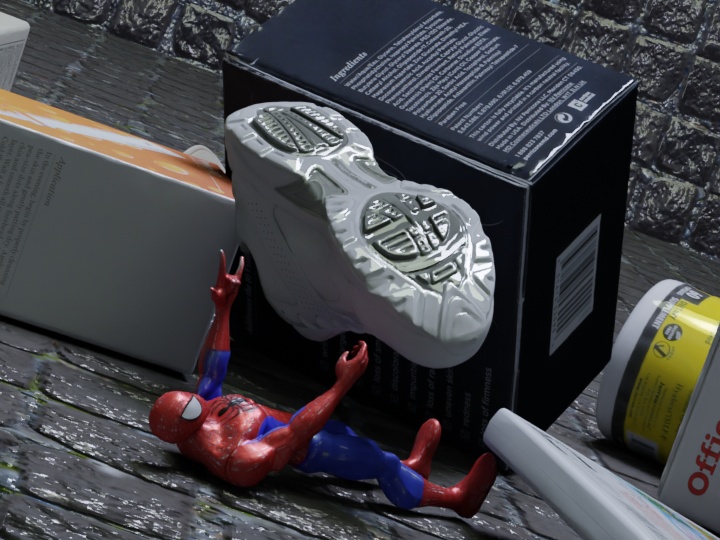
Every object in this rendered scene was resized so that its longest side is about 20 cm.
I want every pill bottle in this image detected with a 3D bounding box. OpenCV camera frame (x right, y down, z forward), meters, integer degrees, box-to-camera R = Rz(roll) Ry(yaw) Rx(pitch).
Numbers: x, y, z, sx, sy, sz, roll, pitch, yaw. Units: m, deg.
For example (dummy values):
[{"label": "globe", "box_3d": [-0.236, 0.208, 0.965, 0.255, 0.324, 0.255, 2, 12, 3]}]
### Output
[{"label": "pill bottle", "box_3d": [0.256, 0.092, 1.528, 0.199, 0.112, 0.111, 24, 8, 22]}]

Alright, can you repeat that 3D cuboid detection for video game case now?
[{"label": "video game case", "box_3d": [0.158, 0.140, 1.119, 0.181, 0.024, 0.200, 32, 3, -19]}]

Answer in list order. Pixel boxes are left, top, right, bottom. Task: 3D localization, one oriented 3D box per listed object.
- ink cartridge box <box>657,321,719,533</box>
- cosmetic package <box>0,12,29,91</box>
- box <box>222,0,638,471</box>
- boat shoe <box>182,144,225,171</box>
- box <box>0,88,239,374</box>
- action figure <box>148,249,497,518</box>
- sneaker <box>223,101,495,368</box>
[{"label": "ink cartridge box", "box_3d": [0.290, 0.103, 1.399, 0.199, 0.147, 0.086, 23, 9, 19]}, {"label": "cosmetic package", "box_3d": [-0.282, -0.126, 1.638, 0.073, 0.104, 0.200, 20, 6, -2]}, {"label": "box", "box_3d": [0.035, -0.030, 1.357, 0.196, 0.201, 0.124, 23, 43, 25]}, {"label": "boat shoe", "box_3d": [-0.145, -0.047, 1.685, 0.067, 0.057, 0.200, 58, 18, 5]}, {"label": "box", "box_3d": [-0.172, -0.033, 1.290, 0.199, 0.098, 0.124, 19, 8, -16]}, {"label": "action figure", "box_3d": [-0.014, 0.055, 1.125, 0.199, 0.100, 0.065, 9, 12, -46]}, {"label": "sneaker", "box_3d": [0.000, 0.000, 1.184, 0.077, 0.100, 0.200, -12, 36, -26]}]
